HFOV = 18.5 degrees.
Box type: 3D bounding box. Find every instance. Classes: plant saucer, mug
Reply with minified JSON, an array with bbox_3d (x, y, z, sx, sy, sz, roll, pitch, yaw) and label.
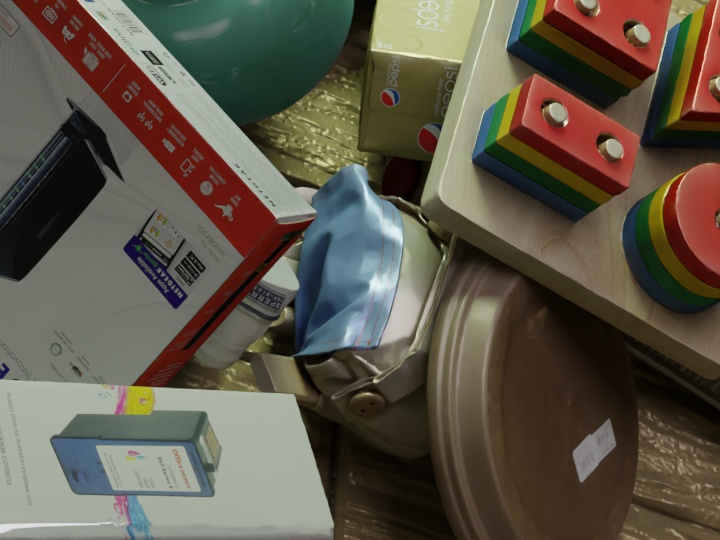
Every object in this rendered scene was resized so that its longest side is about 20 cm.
[{"bbox_3d":[0.100,0.078,1.192,0.200,0.029,0.201,15,71,-55],"label":"plant saucer"},{"bbox_3d":[-0.099,-0.182,1.261,0.152,0.114,0.185,-45,69,-3],"label":"mug"}]

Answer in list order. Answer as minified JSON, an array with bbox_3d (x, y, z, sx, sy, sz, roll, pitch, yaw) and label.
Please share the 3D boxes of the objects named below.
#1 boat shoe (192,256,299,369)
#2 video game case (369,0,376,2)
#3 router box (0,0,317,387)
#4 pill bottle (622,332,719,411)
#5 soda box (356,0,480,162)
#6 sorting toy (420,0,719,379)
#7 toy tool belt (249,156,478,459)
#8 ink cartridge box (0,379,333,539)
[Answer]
[{"bbox_3d":[-0.087,-0.010,1.194,0.072,0.066,0.200,27,14,-31],"label":"boat shoe"},{"bbox_3d":[-0.036,-0.247,1.430,0.200,0.025,0.181,3,48,-57],"label":"video game case"},{"bbox_3d":[-0.149,-0.034,1.104,0.200,0.180,0.049,47,20,12],"label":"router box"},{"bbox_3d":[0.199,0.006,1.338,0.200,0.114,0.114,33,43,-4],"label":"pill bottle"},{"bbox_3d":[0.039,-0.133,1.300,0.068,0.064,0.200,8,27,0],"label":"soda box"},{"bbox_3d":[0.153,-0.077,1.194,0.199,0.070,0.200,29,56,-19],"label":"sorting toy"},{"bbox_3d":[0.000,0.000,1.210,0.123,0.125,0.200,19,51,-23],"label":"toy tool belt"},{"bbox_3d":[-0.133,0.125,1.002,0.200,0.145,0.088,5,49,-27],"label":"ink cartridge box"}]
